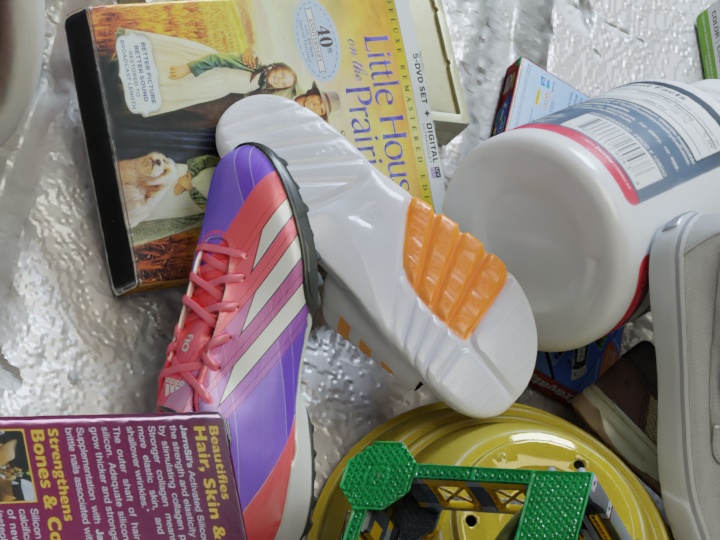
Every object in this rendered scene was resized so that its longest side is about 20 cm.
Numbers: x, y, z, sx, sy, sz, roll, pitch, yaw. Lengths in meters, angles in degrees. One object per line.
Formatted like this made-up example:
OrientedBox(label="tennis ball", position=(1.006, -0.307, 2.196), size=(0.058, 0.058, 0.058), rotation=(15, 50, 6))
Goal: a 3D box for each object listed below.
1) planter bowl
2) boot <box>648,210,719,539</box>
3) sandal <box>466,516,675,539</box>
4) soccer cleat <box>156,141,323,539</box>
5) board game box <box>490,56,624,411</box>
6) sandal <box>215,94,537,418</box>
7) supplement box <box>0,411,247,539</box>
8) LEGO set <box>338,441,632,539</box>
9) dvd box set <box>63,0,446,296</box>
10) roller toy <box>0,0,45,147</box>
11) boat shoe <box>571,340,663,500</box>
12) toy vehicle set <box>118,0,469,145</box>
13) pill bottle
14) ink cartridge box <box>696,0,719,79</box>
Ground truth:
OrientedBox(label="planter bowl", position=(0.079, 0.139, 1.175), size=(0.200, 0.083, 0.201), rotation=(6, 62, -12))
OrientedBox(label="boot", position=(0.205, 0.069, 1.211), size=(0.074, 0.096, 0.200), rotation=(-25, 110, -50))
OrientedBox(label="sandal", position=(0.129, 0.143, 1.263), size=(0.200, 0.055, 0.082), rotation=(30, 51, -17))
OrientedBox(label="soccer cleat", position=(-0.064, 0.037, 1.150), size=(0.073, 0.068, 0.200), rotation=(0, 89, -34))
OrientedBox(label="board game box", position=(0.112, -0.021, 1.367), size=(0.103, 0.019, 0.200), rotation=(29, 52, -18))
OrientedBox(label="sandal", position=(0.005, -0.005, 1.221), size=(0.207, 0.059, 0.079), rotation=(46, 59, 7))
OrientedBox(label="supplement box", position=(-0.153, 0.139, 1.036), size=(0.200, 0.103, 0.131), rotation=(2, 64, -34))
OrientedBox(label="LEGO set", position=(0.051, 0.178, 1.064), size=(0.116, 0.154, 0.200), rotation=(57, 33, -46))
OrientedBox(label="dvd box set", position=(-0.049, -0.070, 1.247), size=(0.200, 0.029, 0.146), rotation=(-7, 84, -35))
OrientedBox(label="roller toy", position=(-0.241, -0.123, 1.064), size=(0.140, 0.200, 0.183), rotation=(-19, 83, -39))
OrientedBox(label="boat shoe", position=(0.206, 0.114, 1.309), size=(0.200, 0.065, 0.072), rotation=(39, 9, -13))
OrientedBox(label="toy vehicle set", position=(-0.039, -0.138, 1.322), size=(0.200, 0.027, 0.124), rotation=(4, 63, -33))
OrientedBox(label="pill bottle", position=(0.147, -0.039, 1.306), size=(0.200, 0.120, 0.120), rotation=(-23, 80, -47))
OrientedBox(label="ink cartridge box", position=(0.302, -0.134, 1.442), size=(0.076, 0.200, 0.148), rotation=(12, 59, -30))
